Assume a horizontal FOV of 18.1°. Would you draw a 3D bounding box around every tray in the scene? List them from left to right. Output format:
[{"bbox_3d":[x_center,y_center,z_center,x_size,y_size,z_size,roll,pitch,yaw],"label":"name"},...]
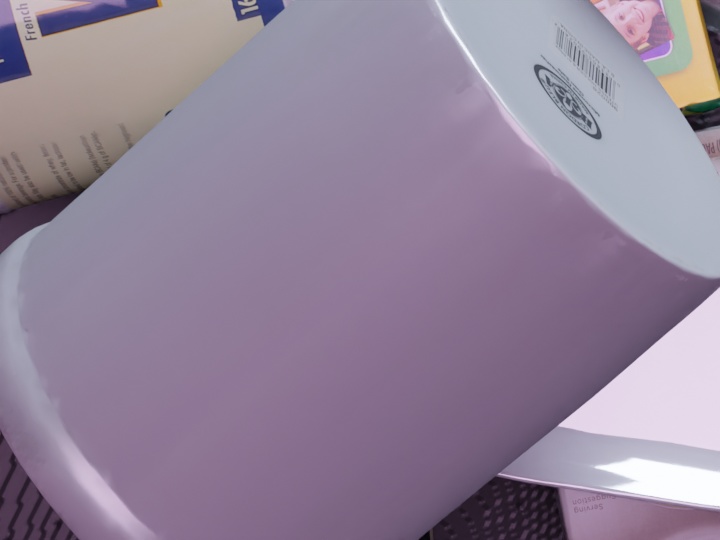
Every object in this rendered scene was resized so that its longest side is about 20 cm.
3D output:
[{"bbox_3d":[0.146,0.035,0.819,0.199,0.022,0.108,8,94,2],"label":"tray"}]

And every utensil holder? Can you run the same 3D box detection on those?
[{"bbox_3d":[0.000,0.000,0.746,0.200,0.170,0.170,-40,91,24],"label":"utensil holder"}]

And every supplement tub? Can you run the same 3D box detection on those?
[{"bbox_3d":[-0.106,-0.103,0.841,0.199,0.145,0.145,-15,92,3],"label":"supplement tub"}]

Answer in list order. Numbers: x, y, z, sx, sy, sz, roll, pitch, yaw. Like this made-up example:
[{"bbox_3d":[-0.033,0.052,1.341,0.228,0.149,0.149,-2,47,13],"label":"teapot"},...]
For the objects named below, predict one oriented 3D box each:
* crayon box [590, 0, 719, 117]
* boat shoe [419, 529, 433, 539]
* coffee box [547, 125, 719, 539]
[{"bbox_3d":[0.058,-0.145,0.876,0.118,0.058,0.201,-14,92,3],"label":"crayon box"},{"bbox_3d":[-0.020,0.058,0.889,0.073,0.063,0.202,-15,94,2],"label":"boat shoe"},{"bbox_3d":[0.125,0.049,0.872,0.114,0.080,0.201,-12,92,3],"label":"coffee box"}]
